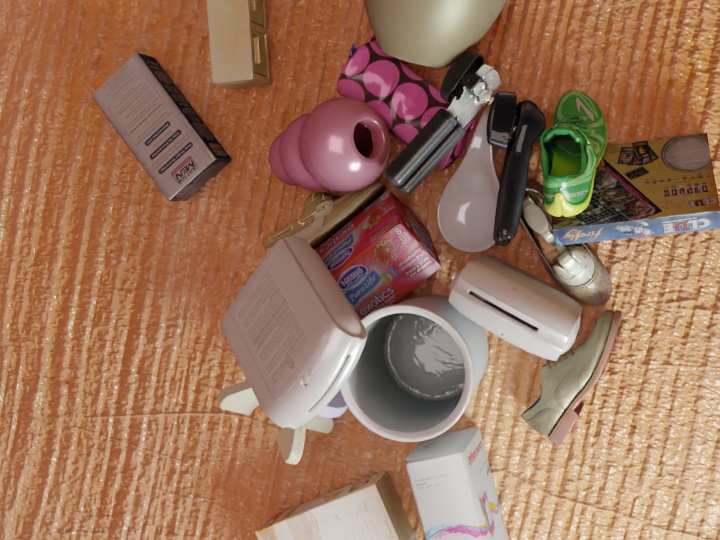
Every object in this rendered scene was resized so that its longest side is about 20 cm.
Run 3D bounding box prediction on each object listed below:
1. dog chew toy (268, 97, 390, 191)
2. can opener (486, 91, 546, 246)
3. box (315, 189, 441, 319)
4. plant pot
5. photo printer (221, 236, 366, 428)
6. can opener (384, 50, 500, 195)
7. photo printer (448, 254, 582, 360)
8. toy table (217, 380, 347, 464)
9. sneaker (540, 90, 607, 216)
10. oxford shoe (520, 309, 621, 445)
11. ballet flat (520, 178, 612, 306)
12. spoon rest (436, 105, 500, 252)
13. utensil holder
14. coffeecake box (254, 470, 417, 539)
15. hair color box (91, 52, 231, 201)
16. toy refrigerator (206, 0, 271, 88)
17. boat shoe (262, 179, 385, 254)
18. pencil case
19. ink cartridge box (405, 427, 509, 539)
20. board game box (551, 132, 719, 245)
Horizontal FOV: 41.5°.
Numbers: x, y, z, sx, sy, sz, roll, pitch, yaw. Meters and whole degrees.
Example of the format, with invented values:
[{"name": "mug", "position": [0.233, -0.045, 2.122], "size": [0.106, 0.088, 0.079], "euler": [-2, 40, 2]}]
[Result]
[{"name": "dog chew toy", "position": [-0.053, -0.162, 1.292], "size": [0.200, 0.124, 0.125], "euler": [-7, 93, 49]}, {"name": "can opener", "position": [0.196, -0.129, 1.225], "size": [0.078, 0.063, 0.201], "euler": [6, 82, 7]}, {"name": "box", "position": [0.000, 0.000, 1.297], "size": [0.200, 0.100, 0.095], "euler": [-38, 120, 15]}, {"name": "plant pot", "position": [0.087, -0.340, 1.227], "size": [0.200, 0.200, 0.135], "euler": [20, 113, 13]}, {"name": "photo printer", "position": [-0.081, 0.080, 1.175], "size": [0.167, 0.069, 0.200], "euler": [-53, 46, 20]}, {"name": "can opener", "position": [0.104, -0.187, 1.223], "size": [0.200, 0.053, 0.066], "euler": [-52, 50, 2]}, {"name": "photo printer", "position": [0.199, 0.044, 1.210], "size": [0.166, 0.200, 0.070], "euler": [29, 101, 12]}, {"name": "toy table", "position": [-0.093, 0.161, 1.324], "size": [0.183, 0.200, 0.117], "euler": [25, 114, -21]}, {"name": "sneaker", "position": [0.269, -0.161, 1.198], "size": [0.074, 0.084, 0.201], "euler": [-1, 52, 20]}, {"name": "oxford shoe", "position": [0.280, 0.133, 1.262], "size": [0.074, 0.071, 0.201], "euler": [29, 101, 14]}, {"name": "ballet flat", "position": [0.259, -0.033, 1.256], "size": [0.068, 0.067, 0.200], "euler": [-40, 84, 15]}, {"name": "spoon rest", "position": [0.160, -0.123, 1.278], "size": [0.099, 0.061, 0.201], "euler": [15, 96, 25]}, {"name": "utensil holder", "position": [0.078, 0.120, 1.249], "size": [0.169, 0.200, 0.171], "euler": [1, 93, 15]}, {"name": "coffeecake box", "position": [-0.027, 0.400, 1.363], "size": [0.199, 0.073, 0.154], "euler": [-25, 88, 16]}, {"name": "hair color box", "position": [-0.292, -0.209, 1.399], "size": [0.100, 0.061, 0.200], "euler": [-39, 83, 15]}, {"name": "toy refrigerator", "position": [-0.171, -0.365, 1.347], "size": [0.070, 0.076, 0.201], "euler": [-2, 93, 15]}, {"name": "boat shoe", "position": [-0.056, -0.075, 1.337], "size": [0.200, 0.074, 0.066], "euler": [-37, 81, 10]}, {"name": "pencil case", "position": [0.064, -0.228, 1.289], "size": [0.200, 0.091, 0.094], "euler": [39, 93, 7]}, {"name": "ink cartridge box", "position": [0.136, 0.326, 1.276], "size": [0.084, 0.144, 0.201], "euler": [-16, 90, 16]}, {"name": "board game box", "position": [0.342, -0.103, 1.204], "size": [0.199, 0.035, 0.136], "euler": [-5, 51, 16]}]
